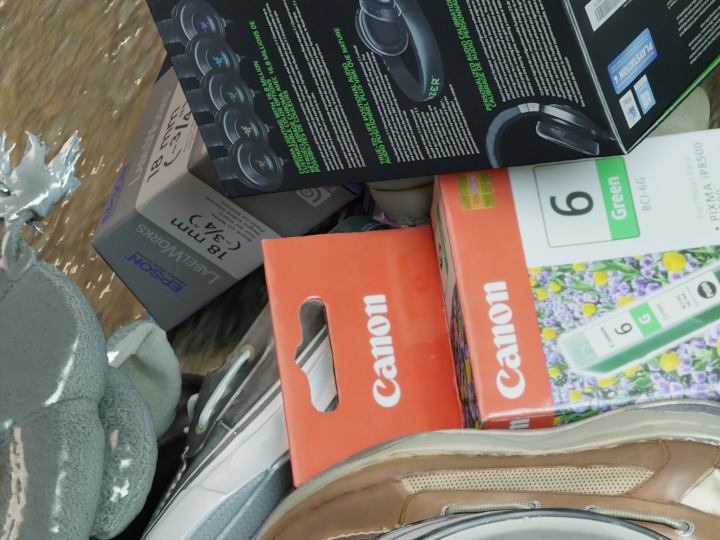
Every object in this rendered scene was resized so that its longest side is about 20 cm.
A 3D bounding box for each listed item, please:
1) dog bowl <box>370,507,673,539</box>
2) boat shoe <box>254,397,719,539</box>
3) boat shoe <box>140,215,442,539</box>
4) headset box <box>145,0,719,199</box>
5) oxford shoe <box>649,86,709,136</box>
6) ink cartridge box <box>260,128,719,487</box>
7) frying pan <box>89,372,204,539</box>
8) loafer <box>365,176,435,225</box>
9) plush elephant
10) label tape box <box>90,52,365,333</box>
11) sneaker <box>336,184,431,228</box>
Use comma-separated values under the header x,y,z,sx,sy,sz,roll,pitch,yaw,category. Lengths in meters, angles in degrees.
x,y,z,sx,sy,sz,roll,pitch,yaw,category
0.040,0.168,0.947,0.200,0.200,0.074,-47,19,-8,dog bowl
0.048,0.100,1.034,0.199,0.076,0.072,-17,37,22,boat shoe
-0.034,0.067,1.156,0.200,0.072,0.071,-50,44,-7,boat shoe
0.042,-0.112,1.121,0.200,0.093,0.174,-5,26,38,headset box
0.110,0.004,1.165,0.074,0.071,0.200,14,59,20,oxford shoe
0.068,0.013,1.088,0.199,0.050,0.109,-6,63,-6,ink cartridge box
-0.099,0.130,1.231,0.115,0.031,0.191,-7,57,43,frying pan
0.079,-0.067,1.205,0.072,0.063,0.200,8,38,42,loafer
-0.153,0.057,1.176,0.164,0.155,0.201,17,69,5,plush elephant
-0.059,-0.062,1.308,0.200,0.063,0.145,-35,29,47,label tape box
0.000,0.000,1.249,0.114,0.073,0.201,-28,38,21,sneaker
